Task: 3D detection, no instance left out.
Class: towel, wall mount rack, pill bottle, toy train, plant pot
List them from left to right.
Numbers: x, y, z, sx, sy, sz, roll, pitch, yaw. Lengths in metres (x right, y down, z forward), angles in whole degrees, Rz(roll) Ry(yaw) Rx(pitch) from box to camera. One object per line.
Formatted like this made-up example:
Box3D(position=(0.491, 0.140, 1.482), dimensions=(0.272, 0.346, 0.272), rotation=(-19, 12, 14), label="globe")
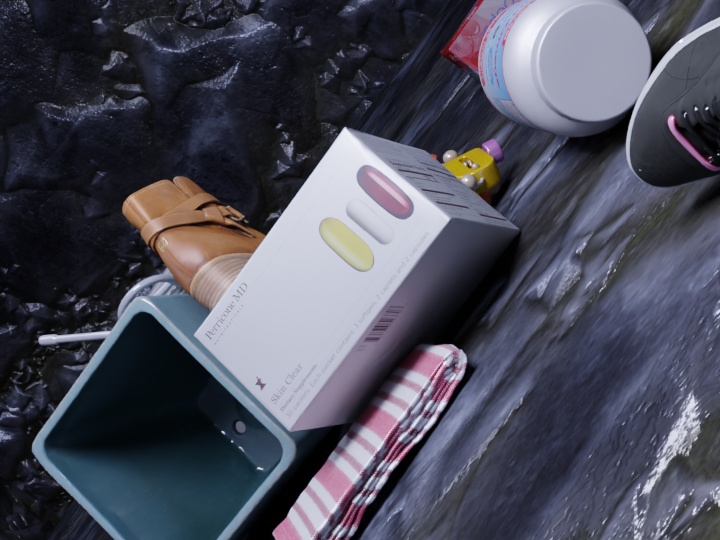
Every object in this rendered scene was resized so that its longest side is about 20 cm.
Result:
Box3D(position=(-0.198, 0.046, 1.399), dimensions=(0.174, 0.075, 0.200), rotation=(-44, -30, 8), label="wall mount rack")
Box3D(position=(-0.134, 0.139, 1.341), dimensions=(0.196, 0.196, 0.200), rotation=(-52, -13, 22), label="plant pot")
Box3D(position=(0.007, 0.137, 1.067), dimensions=(0.200, 0.030, 0.146), rotation=(-53, 7, -5), label="towel")
Box3D(position=(0.060, -0.055, 1.321), dimensions=(0.150, 0.056, 0.200), rotation=(-18, 22, 21), label="toy train")
Box3D(position=(0.155, -0.157, 1.104), dimensions=(0.109, 0.109, 0.200), rotation=(-54, 7, 4), label="pill bottle")

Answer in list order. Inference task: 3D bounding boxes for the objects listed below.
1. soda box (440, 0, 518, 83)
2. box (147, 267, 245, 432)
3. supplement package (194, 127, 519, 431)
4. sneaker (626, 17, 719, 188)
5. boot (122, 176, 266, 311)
Box3D(position=(0.189, -0.339, 1.860), dimensions=(0.200, 0.070, 0.063), rotation=(-55, 8, -1), label="soda box")
Box3D(position=(-0.165, 0.084, 1.712), dimensions=(0.097, 0.200, 0.125), rotation=(-47, 10, 48), label="box")
Box3D(position=(-0.001, 0.009, 1.123), dimensions=(0.200, 0.111, 0.156), rotation=(-54, -21, 13), label="supplement package")
Box3D(position=(0.182, -0.075, 0.704), dimensions=(0.200, 0.071, 0.099), rotation=(-38, 12, 52), label="sneaker")
Box3D(position=(-0.101, -0.016, 1.257), dimensions=(0.200, 0.155, 0.077), rotation=(-15, -39, -55), label="boot")
